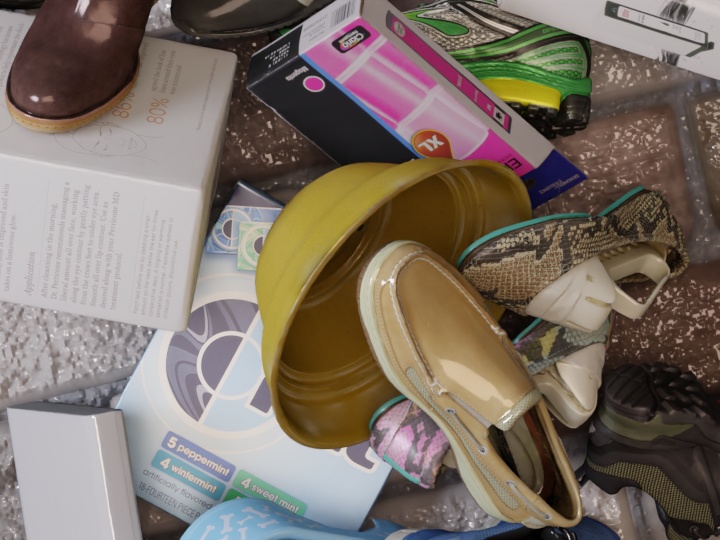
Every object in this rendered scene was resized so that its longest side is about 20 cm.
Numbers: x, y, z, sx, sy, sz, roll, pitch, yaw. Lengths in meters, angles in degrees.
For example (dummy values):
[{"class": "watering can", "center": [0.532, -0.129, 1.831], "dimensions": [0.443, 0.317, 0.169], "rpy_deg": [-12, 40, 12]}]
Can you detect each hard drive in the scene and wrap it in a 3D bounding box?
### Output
[{"class": "hard drive", "center": [-0.165, 0.181, 1.690], "dimensions": [0.027, 0.132, 0.201], "rpy_deg": [-11, 95, -29]}]

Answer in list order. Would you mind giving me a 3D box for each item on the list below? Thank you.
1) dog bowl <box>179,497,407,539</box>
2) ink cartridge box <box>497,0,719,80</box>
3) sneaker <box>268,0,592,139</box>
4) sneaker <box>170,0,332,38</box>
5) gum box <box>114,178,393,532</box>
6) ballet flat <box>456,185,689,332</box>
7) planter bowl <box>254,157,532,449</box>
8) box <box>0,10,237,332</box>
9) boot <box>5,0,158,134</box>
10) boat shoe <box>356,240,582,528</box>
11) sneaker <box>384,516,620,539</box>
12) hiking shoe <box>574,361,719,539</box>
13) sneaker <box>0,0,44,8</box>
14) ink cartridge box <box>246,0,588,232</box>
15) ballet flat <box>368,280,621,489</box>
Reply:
[{"class": "dog bowl", "center": [-0.021, 0.201, 1.667], "dimensions": [0.200, 0.050, 0.112], "rpy_deg": [13, 88, -34]}, {"class": "ink cartridge box", "center": [0.197, -0.203, 1.660], "dimensions": [0.199, 0.084, 0.146], "rpy_deg": [18, 69, -1]}, {"class": "sneaker", "center": [0.043, -0.135, 1.701], "dimensions": [0.199, 0.078, 0.085], "rpy_deg": [8, 76, -1]}, {"class": "sneaker", "center": [-0.028, -0.207, 1.673], "dimensions": [0.200, 0.074, 0.089], "rpy_deg": [-24, 127, -6]}, {"class": "gum box", "center": [-0.049, 0.072, 1.721], "dimensions": [0.170, 0.045, 0.200], "rpy_deg": [29, 92, -2]}, {"class": "ballet flat", "center": [0.137, -0.002, 1.648], "dimensions": [0.068, 0.200, 0.075], "rpy_deg": [-45, 73, 33]}, {"class": "planter bowl", "center": [0.000, 0.000, 1.632], "dimensions": [0.083, 0.200, 0.201], "rpy_deg": [39, 94, 32]}, {"class": "box", "center": [-0.184, -0.064, 1.643], "dimensions": [0.199, 0.152, 0.107], "rpy_deg": [10, 126, 0]}, {"class": "boot", "center": [-0.146, -0.191, 1.579], "dimensions": [0.072, 0.200, 0.167], "rpy_deg": [19, 138, 13]}, {"class": "boat shoe", "center": [0.072, 0.065, 1.573], "dimensions": [0.072, 0.076, 0.200], "rpy_deg": [-45, 121, -17]}, {"class": "sneaker", "center": [0.100, 0.183, 1.669], "dimensions": [0.089, 0.200, 0.079], "rpy_deg": [-2, 92, 40]}, {"class": "hiking shoe", "center": [0.227, 0.125, 1.723], "dimensions": [0.199, 0.076, 0.101], "rpy_deg": [19, 121, -10]}, {"class": "sneaker", "center": [-0.181, -0.248, 1.682], "dimensions": [0.089, 0.078, 0.200], "rpy_deg": [40, 107, 31]}, {"class": "ink cartridge box", "center": [0.035, -0.082, 1.656], "dimensions": [0.095, 0.037, 0.200], "rpy_deg": [-30, 127, 34]}, {"class": "ballet flat", "center": [0.095, 0.074, 1.678], "dimensions": [0.200, 0.069, 0.071], "rpy_deg": [-30, 68, -29]}]
